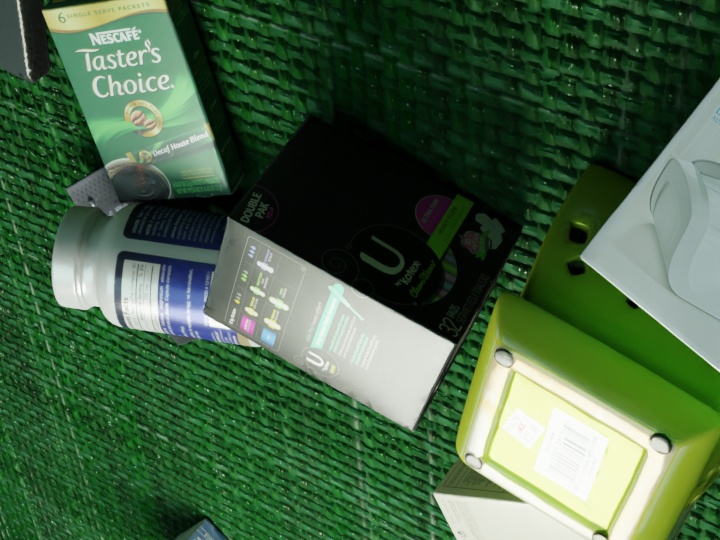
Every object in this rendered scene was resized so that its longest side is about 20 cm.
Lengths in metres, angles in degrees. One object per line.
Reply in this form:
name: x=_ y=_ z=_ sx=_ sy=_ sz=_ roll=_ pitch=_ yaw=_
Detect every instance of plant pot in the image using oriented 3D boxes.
plant pot: x=0.187 y=0.078 z=0.961 sx=0.198 sy=0.181 sz=0.201 roll=31 pitch=139 yaw=18

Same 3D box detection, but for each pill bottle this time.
pill bottle: x=-0.173 y=0.000 z=1.220 sx=0.198 sy=0.116 sz=0.116 roll=9 pitch=134 yaw=6

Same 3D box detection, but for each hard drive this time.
hard drive: x=-0.388 y=-0.278 z=1.282 sx=0.199 sy=0.033 sz=0.140 roll=28 pitch=139 yaw=21
hard drive: x=-0.199 y=-0.024 z=1.331 sx=0.134 sy=0.042 sz=0.201 roll=-19 pitch=109 yaw=49

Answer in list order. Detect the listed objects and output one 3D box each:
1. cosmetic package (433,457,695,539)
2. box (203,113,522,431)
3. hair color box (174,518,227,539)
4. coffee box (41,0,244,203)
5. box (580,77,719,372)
cosmetic package: x=0.174 y=0.190 z=1.137 sx=0.199 sy=0.104 sz=0.073 roll=-1 pitch=125 yaw=44
box: x=0.000 y=0.000 z=1.065 sx=0.199 sy=0.149 sz=0.125 roll=29 pitch=138 yaw=7
hair color box: x=-0.249 y=0.405 z=1.638 sx=0.061 sy=0.200 sz=0.100 roll=46 pitch=142 yaw=-3
coffee box: x=-0.189 y=-0.156 z=1.173 sx=0.122 sy=0.044 sz=0.201 roll=-2 pitch=124 yaw=19
box: x=0.270 y=-0.020 z=0.805 sx=0.200 sy=0.097 sz=0.177 roll=41 pitch=113 yaw=11
